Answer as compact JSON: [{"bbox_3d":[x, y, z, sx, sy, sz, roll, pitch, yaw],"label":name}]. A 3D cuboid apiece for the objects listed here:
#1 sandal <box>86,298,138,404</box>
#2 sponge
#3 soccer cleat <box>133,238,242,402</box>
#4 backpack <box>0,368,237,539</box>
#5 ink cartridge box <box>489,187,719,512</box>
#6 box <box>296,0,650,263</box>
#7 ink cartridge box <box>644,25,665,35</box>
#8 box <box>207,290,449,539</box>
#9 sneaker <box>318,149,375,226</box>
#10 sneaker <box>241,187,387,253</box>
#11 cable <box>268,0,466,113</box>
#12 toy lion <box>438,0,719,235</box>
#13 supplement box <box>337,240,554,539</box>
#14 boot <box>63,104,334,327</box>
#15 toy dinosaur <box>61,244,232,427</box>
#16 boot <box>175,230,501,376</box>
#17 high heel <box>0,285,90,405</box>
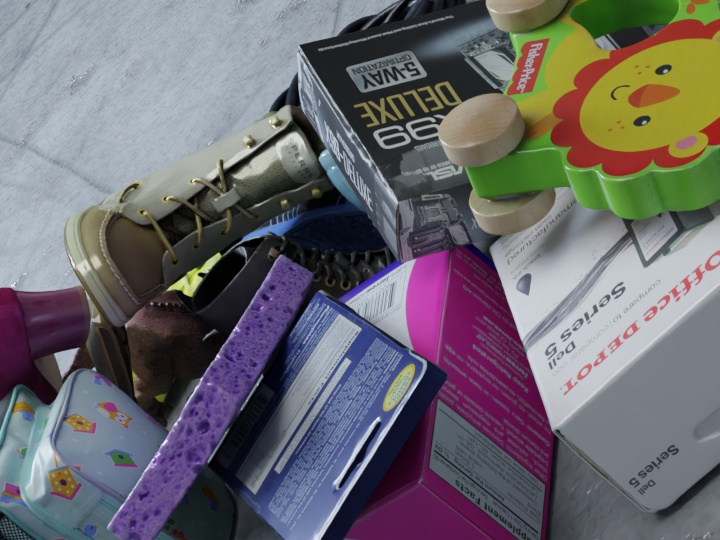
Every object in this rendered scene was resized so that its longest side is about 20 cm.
[{"bbox_3d":[-0.163,0.109,1.850,0.054,0.201,0.080,-11,26,-3],"label":"sandal"},{"bbox_3d":[-0.082,0.074,1.661,0.112,0.030,0.200,-58,0,23],"label":"sponge"},{"bbox_3d":[-0.124,0.019,2.027,0.084,0.065,0.201,-9,47,51],"label":"soccer cleat"},{"bbox_3d":[-0.155,0.171,1.725,0.153,0.200,0.176,-40,15,14],"label":"backpack"},{"bbox_3d":[0.162,0.012,1.550,0.145,0.084,0.200,-43,26,15],"label":"ink cartridge box"},{"bbox_3d":[0.082,-0.093,1.686,0.199,0.050,0.158,-15,43,-15],"label":"box"},{"bbox_3d":[0.110,-0.136,1.870,0.200,0.050,0.163,-3,53,53],"label":"ink cartridge box"},{"bbox_3d":[-0.016,0.086,1.560,0.121,0.032,0.200,-57,19,0],"label":"box"},{"bbox_3d":[0.044,-0.122,1.828,0.200,0.082,0.074,-57,13,-28],"label":"sneaker"},{"bbox_3d":[-0.015,-0.044,1.926,0.200,0.070,0.078,-12,50,53],"label":"sneaker"},{"bbox_3d":[-0.004,-0.142,1.999,0.200,0.051,0.163,-41,3,-16],"label":"cable"},{"bbox_3d":[0.150,-0.097,1.555,0.191,0.069,0.200,-9,36,24],"label":"toy lion"},{"bbox_3d":[0.041,0.092,1.623,0.101,0.103,0.201,-33,30,34],"label":"supplement box"},{"bbox_3d":[-0.097,-0.039,1.815,0.154,0.072,0.200,-25,10,14],"label":"boot"},{"bbox_3d":[-0.114,0.040,1.890,0.136,0.199,0.086,96,169,-65],"label":"toy dinosaur"},{"bbox_3d":[0.000,0.000,1.766,0.200,0.138,0.078,-44,27,12],"label":"boot"},{"bbox_3d":[-0.230,0.071,1.815,0.200,0.096,0.068,108,147,-51],"label":"high heel"}]
